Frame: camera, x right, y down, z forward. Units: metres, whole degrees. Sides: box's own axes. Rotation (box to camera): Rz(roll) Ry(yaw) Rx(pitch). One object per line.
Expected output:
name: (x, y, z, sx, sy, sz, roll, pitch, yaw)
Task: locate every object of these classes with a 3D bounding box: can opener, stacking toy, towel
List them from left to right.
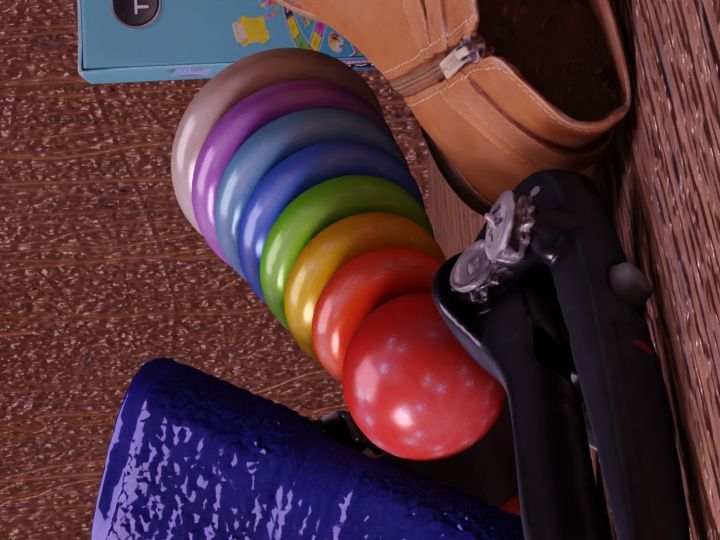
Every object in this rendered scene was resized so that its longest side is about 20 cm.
towel: (-0.010, 0.129, 0.861, 0.049, 0.199, 0.148, 5, -76, -59)
stacking toy: (0.000, 0.000, 0.901, 0.200, 0.085, 0.086, -125, 27, -54)
can opener: (0.067, 0.037, 0.756, 0.063, 0.078, 0.200, -50, 23, 22)

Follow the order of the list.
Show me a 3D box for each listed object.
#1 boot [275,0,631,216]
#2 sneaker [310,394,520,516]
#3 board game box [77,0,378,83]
boot: (0.021, -0.110, 0.870, 0.200, 0.074, 0.155, 50, 170, 2)
sneaker: (0.015, 0.070, 0.910, 0.201, 0.082, 0.077, -60, 17, 2)
board game box: (-0.020, -0.160, 1.089, 0.047, 0.199, 0.152, 79, -171, -88)
